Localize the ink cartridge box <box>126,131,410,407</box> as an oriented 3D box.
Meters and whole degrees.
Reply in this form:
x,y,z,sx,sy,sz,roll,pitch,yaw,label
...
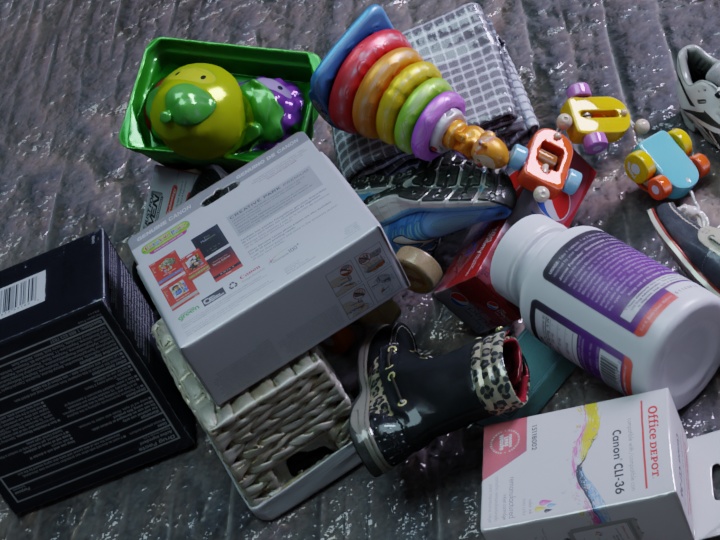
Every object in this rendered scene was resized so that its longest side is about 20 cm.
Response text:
x,y,z,sx,sy,sz,roll,pitch,yaw,label
-0.086,-0.007,1.498,0.200,0.084,0.176,-31,42,-3,ink cartridge box

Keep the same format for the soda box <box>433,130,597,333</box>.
x,y,z,sx,sy,sz,roll,pitch,yaw,label
0.149,-0.037,1.606,0.070,0.063,0.200,-25,28,52,soda box

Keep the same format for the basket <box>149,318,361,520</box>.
x,y,z,sx,sy,sz,roll,pitch,yaw,label
-0.092,0.105,1.552,0.135,0.124,0.200,-32,39,-5,basket

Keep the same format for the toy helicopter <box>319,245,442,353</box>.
x,y,z,sx,sy,sz,roll,pitch,yaw,label
0.000,0.000,1.577,0.200,0.132,0.079,-11,35,54,toy helicopter

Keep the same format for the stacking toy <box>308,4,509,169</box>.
x,y,z,sx,sy,sz,roll,pitch,yaw,label
0.059,-0.146,1.579,0.200,0.116,0.110,35,83,27,stacking toy

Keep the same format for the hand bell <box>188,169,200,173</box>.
x,y,z,sx,sy,sz,roll,pitch,yaw,label
-0.116,-0.084,1.838,0.104,0.104,0.200,-34,51,-9,hand bell

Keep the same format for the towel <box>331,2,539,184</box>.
x,y,z,sx,sy,sz,roll,pitch,yaw,label
0.064,-0.166,1.697,0.199,0.086,0.166,-22,48,10,towel

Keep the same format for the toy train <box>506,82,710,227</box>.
x,y,z,sx,sy,sz,roll,pitch,yaw,label
0.231,-0.092,1.594,0.199,0.056,0.151,21,56,-9,toy train

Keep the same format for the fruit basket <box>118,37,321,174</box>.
x,y,z,sx,sy,sz,roll,pitch,yaw,label
-0.151,-0.171,1.738,0.215,0.216,0.156,1,66,31,fruit basket

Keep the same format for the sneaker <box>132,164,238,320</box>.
x,y,z,sx,sy,sz,roll,pitch,yaw,label
-0.180,-0.011,1.697,0.080,0.086,0.201,24,96,38,sneaker

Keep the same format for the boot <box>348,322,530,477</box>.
x,y,z,sx,sy,sz,roll,pitch,yaw,label
0.074,0.089,1.479,0.153,0.074,0.204,-25,21,19,boot

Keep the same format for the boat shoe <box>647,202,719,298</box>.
x,y,z,sx,sy,sz,roll,pitch,yaw,label
0.320,-0.002,1.472,0.063,0.071,0.200,-41,44,6,boat shoe

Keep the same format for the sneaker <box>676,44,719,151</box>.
x,y,z,sx,sy,sz,roll,pitch,yaw,label
0.362,-0.154,1.616,0.074,0.089,0.200,-34,40,-11,sneaker

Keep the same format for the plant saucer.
x,y,z,sx,sy,sz,roll,pitch,yaw,label
0.171,0.067,1.529,0.070,0.019,0.200,19,57,43,plant saucer

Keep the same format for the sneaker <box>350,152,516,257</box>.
x,y,z,sx,sy,sz,roll,pitch,yaw,label
0.064,-0.051,1.609,0.199,0.090,0.078,-8,35,34,sneaker

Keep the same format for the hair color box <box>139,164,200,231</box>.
x,y,z,sx,sy,sz,roll,pitch,yaw,label
-0.140,-0.044,1.767,0.200,0.061,0.102,14,91,40,hair color box

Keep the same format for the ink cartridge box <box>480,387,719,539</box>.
x,y,z,sx,sy,sz,roll,pitch,yaw,label
0.201,0.166,1.355,0.199,0.068,0.117,-14,39,17,ink cartridge box

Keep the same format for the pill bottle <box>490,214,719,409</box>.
x,y,z,sx,sy,sz,roll,pitch,yaw,label
0.208,0.029,1.454,0.111,0.112,0.200,-41,48,-17,pill bottle

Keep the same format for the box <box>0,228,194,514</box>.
x,y,z,sx,sy,sz,roll,pitch,yaw,label
-0.289,0.099,1.614,0.199,0.199,0.123,-21,36,7,box
